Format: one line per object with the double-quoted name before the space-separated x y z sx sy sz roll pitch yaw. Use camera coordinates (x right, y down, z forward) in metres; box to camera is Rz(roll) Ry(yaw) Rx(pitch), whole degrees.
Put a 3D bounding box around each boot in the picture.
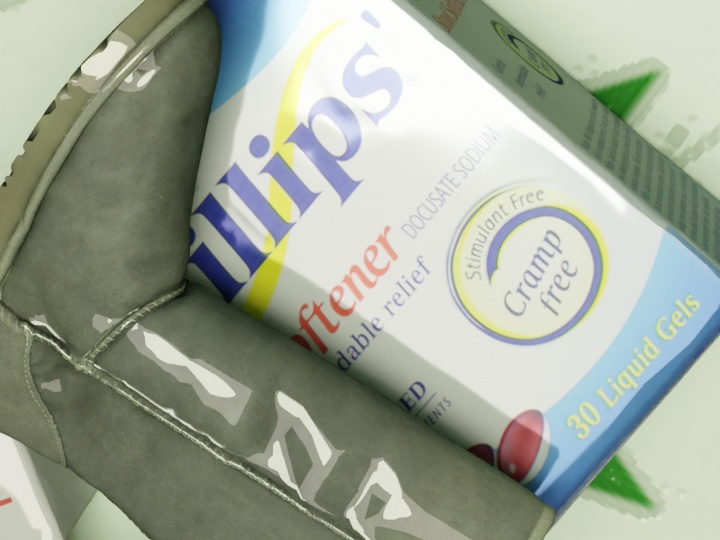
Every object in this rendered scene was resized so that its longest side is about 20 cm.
"boot" -0.026 0.029 0.879 0.200 0.073 0.182 35 119 5

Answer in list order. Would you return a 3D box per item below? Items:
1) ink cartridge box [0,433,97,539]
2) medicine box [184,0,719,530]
"ink cartridge box" -0.172 0.054 1.010 0.114 0.068 0.201 -18 100 10
"medicine box" 0.000 0.000 0.959 0.200 0.103 0.182 39 105 -4
